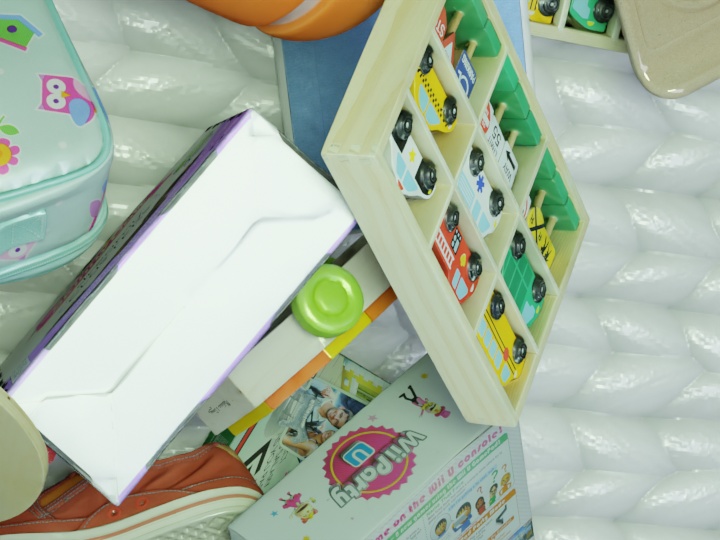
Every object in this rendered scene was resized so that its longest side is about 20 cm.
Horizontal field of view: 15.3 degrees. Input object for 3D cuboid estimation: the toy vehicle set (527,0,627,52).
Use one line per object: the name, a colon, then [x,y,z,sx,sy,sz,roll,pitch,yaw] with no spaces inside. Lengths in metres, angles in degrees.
toy vehicle set: [0.136,-0.215,1.370,0.123,0.026,0.201,6,103,-29]

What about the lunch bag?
lunch bag: [-0.216,-0.054,1.178,0.199,0.161,0.077,-17,152,-21]

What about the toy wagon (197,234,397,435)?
toy wagon: [0.000,0.000,1.291,0.200,0.155,0.040,-43,93,-26]

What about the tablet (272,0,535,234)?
tablet: [0.021,-0.117,1.337,0.129,0.014,0.201,-7,111,-1]

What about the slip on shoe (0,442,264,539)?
slip on shoe: [-0.143,0.134,1.327,0.199,0.061,0.074,-16,135,-2]

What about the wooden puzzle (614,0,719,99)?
wooden puzzle: [0.187,-0.213,1.350,0.184,0.046,0.201,-28,113,-18]

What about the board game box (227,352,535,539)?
board game box: [0.019,0.163,1.363,0.147,0.064,0.201,-39,143,-26]

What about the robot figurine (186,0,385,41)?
robot figurine: [-0.055,-0.172,1.185,0.199,0.117,0.144,22,118,-33]

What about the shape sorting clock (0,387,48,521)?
shape sorting clock: [-0.227,0.056,1.133,0.200,0.199,0.039,39,56,-30]

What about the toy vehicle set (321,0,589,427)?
toy vehicle set: [0.047,-0.037,1.205,0.200,0.026,0.125,60,42,-47]

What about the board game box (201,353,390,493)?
board game box: [-0.039,0.142,1.402,0.134,0.029,0.201,31,91,-29]

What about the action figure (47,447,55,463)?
action figure: [-0.240,0.106,1.283,0.199,0.052,0.066,-14,108,-24]

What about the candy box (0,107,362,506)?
candy box: [-0.089,0.014,1.235,0.071,0.200,0.168,41,85,-7]
